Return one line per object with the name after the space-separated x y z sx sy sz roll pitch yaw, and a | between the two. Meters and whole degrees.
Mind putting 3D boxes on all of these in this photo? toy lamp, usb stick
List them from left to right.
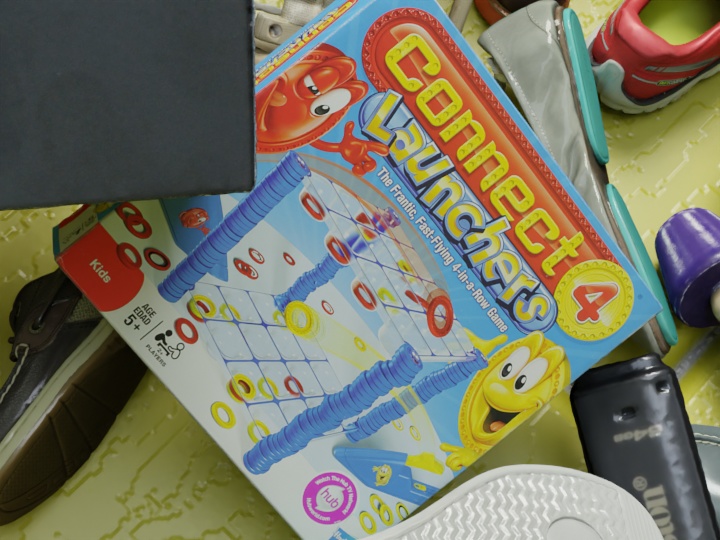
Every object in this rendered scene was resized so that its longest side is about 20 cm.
0.147 0.140 0.733 0.055 0.033 0.200 -17 82 23 | usb stick
0.204 0.046 0.761 0.058 0.058 0.200 -15 50 -13 | toy lamp

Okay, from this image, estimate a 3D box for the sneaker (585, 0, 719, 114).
0.209 -0.159 0.855 0.200 0.085 0.077 -40 80 -19 | sneaker

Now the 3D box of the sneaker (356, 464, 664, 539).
0.036 0.156 0.704 0.200 0.118 0.074 -11 56 -25 | sneaker

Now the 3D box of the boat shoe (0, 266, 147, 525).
-0.136 0.029 0.749 0.065 0.073 0.200 27 64 15 | boat shoe

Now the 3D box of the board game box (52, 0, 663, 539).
0.000 0.000 0.703 0.196 0.056 0.200 -39 107 1 | board game box

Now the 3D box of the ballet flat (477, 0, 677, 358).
0.109 -0.043 0.815 0.064 0.067 0.200 -19 78 17 | ballet flat

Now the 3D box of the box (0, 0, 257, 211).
-0.153 -0.108 0.608 0.200 0.197 0.124 -5 110 -11 | box

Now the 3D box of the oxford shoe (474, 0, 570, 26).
0.072 -0.232 0.871 0.071 0.073 0.200 -21 73 -15 | oxford shoe

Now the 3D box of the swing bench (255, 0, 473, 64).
-0.023 -0.194 0.769 0.200 0.130 0.199 21 105 4 | swing bench

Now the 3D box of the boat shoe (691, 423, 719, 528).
0.219 0.120 0.760 0.200 0.062 0.073 22 71 2 | boat shoe
